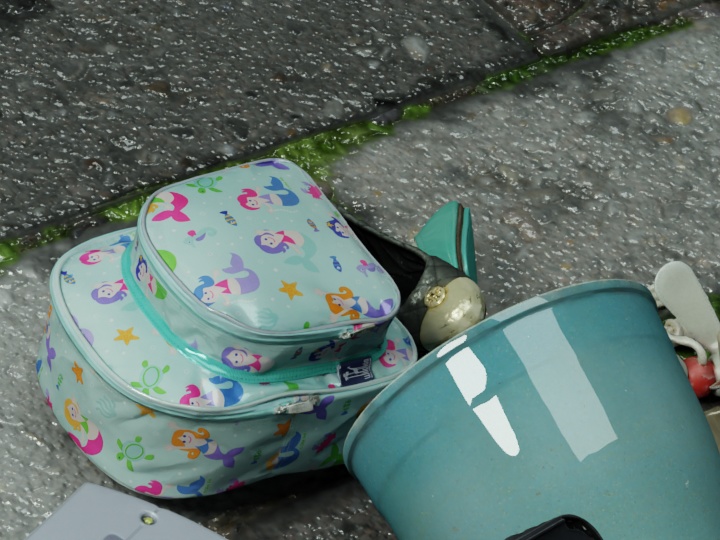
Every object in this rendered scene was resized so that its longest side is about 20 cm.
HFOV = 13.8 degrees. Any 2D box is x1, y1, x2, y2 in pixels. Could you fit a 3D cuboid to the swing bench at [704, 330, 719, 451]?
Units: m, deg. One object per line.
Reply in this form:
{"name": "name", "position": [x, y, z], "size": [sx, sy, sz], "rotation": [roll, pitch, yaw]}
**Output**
{"name": "swing bench", "position": [0.317, 0.083, 1.733], "size": [0.198, 0.200, 0.130], "rotation": [-22, 72, -3]}

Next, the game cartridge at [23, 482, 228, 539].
{"name": "game cartridge", "position": [-0.090, 0.193, 1.520], "size": [0.200, 0.041, 0.133], "rotation": [31, 46, 15]}

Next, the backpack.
{"name": "backpack", "position": [-0.083, 0.037, 1.723], "size": [0.199, 0.151, 0.178], "rotation": [-17, 51, -28]}

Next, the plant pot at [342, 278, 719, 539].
{"name": "plant pot", "position": [0.120, 0.139, 1.649], "size": [0.200, 0.200, 0.188], "rotation": [-14, 64, -32]}

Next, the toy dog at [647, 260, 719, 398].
{"name": "toy dog", "position": [0.185, 0.042, 1.842], "size": [0.200, 0.097, 0.132], "rotation": [-19, 52, -35]}

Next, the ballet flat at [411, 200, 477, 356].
{"name": "ballet flat", "position": [0.045, 0.028, 1.839], "size": [0.070, 0.068, 0.200], "rotation": [-9, 40, 0]}

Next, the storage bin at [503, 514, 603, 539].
{"name": "storage bin", "position": [0.088, 0.241, 1.501], "size": [0.135, 0.094, 0.201], "rotation": [-23, 87, -46]}

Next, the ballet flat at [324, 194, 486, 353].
{"name": "ballet flat", "position": [0.000, 0.000, 1.813], "size": [0.200, 0.057, 0.066], "rotation": [26, 68, 45]}
